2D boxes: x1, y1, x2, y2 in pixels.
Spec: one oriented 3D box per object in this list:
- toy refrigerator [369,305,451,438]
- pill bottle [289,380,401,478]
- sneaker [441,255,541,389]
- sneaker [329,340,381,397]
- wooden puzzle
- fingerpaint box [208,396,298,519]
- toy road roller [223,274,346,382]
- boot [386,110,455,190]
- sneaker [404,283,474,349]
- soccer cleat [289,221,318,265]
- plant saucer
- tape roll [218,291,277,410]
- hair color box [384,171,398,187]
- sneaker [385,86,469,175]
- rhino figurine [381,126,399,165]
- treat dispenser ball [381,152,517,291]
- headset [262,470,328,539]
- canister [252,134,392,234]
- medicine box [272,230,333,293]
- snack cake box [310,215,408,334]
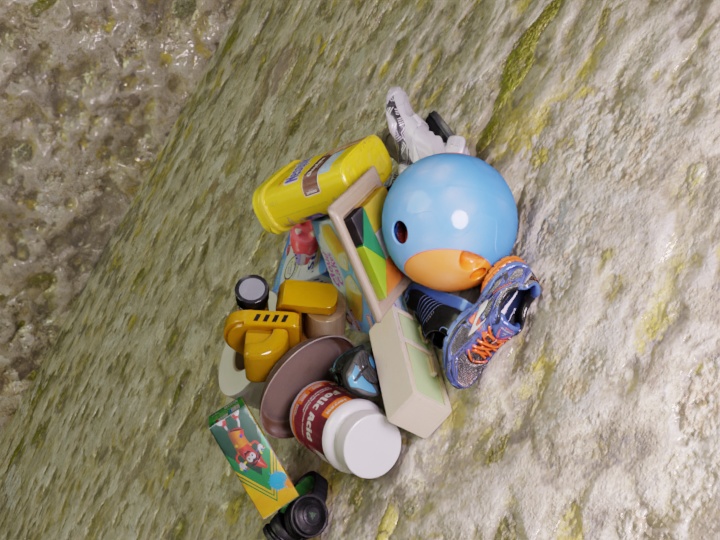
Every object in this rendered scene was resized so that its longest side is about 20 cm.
[{"bbox_3d":[0.074,0.147,1.581,0.070,0.075,0.201,-50,28,24],"label":"toy refrigerator"},{"bbox_3d":[-0.024,0.245,1.623,0.199,0.113,0.115,14,78,63],"label":"pill bottle"},{"bbox_3d":[0.180,0.076,1.458,0.202,0.075,0.078,-62,29,5],"label":"sneaker"},{"bbox_3d":[-0.007,0.162,1.632,0.081,0.074,0.200,-22,1,10],"label":"sneaker"},{"bbox_3d":[0.028,-0.045,1.584,0.037,0.187,0.200,-16,18,26],"label":"wooden puzzle"},{"bbox_3d":[-0.179,0.302,1.725,0.073,0.168,0.200,-31,3,-9],"label":"fingerpaint box"},{"bbox_3d":[-0.124,0.104,1.719,0.124,0.197,0.148,93,180,-55],"label":"toy road roller"},{"bbox_3d":[0.083,-0.150,1.733,0.199,0.066,0.166,-36,55,8],"label":"boot"},{"bbox_3d":[0.112,0.073,1.585,0.079,0.070,0.200,-63,23,-5],"label":"sneaker"},{"bbox_3d":[-0.093,-0.098,1.902,0.202,0.066,0.077,-84,6,-47],"label":"soccer cleat"},{"bbox_3d":[-0.089,0.183,1.714,0.032,0.199,0.202,40,102,36],"label":"plant saucer"},{"bbox_3d":[-0.147,0.157,1.903,0.203,0.138,0.204,-43,32,34],"label":"tape roll"},{"bbox_3d":[0.030,-0.109,1.805,0.198,0.064,0.112,6,68,28],"label":"hair color box"},{"bbox_3d":[0.109,-0.205,1.667,0.113,0.075,0.203,-14,74,9],"label":"sneaker"},{"bbox_3d":[0.088,-0.224,1.916,0.200,0.059,0.089,-122,44,-60],"label":"rhino figurine"},{"bbox_3d":[0.130,-0.070,1.538,0.201,0.199,0.203,-42,33,35],"label":"treat dispenser ball"},{"bbox_3d":[-0.094,0.414,1.671,0.123,0.094,0.201,-44,16,35],"label":"headset"},{"bbox_3d":[-0.060,-0.142,1.725,0.198,0.087,0.149,-15,21,39],"label":"canister"},{"bbox_3d":[-0.056,-0.036,1.957,0.199,0.102,0.184,-22,47,54],"label":"medicine box"},{"bbox_3d":[0.000,0.000,1.723,0.067,0.202,0.115,-26,15,-25],"label":"snack cake box"}]
